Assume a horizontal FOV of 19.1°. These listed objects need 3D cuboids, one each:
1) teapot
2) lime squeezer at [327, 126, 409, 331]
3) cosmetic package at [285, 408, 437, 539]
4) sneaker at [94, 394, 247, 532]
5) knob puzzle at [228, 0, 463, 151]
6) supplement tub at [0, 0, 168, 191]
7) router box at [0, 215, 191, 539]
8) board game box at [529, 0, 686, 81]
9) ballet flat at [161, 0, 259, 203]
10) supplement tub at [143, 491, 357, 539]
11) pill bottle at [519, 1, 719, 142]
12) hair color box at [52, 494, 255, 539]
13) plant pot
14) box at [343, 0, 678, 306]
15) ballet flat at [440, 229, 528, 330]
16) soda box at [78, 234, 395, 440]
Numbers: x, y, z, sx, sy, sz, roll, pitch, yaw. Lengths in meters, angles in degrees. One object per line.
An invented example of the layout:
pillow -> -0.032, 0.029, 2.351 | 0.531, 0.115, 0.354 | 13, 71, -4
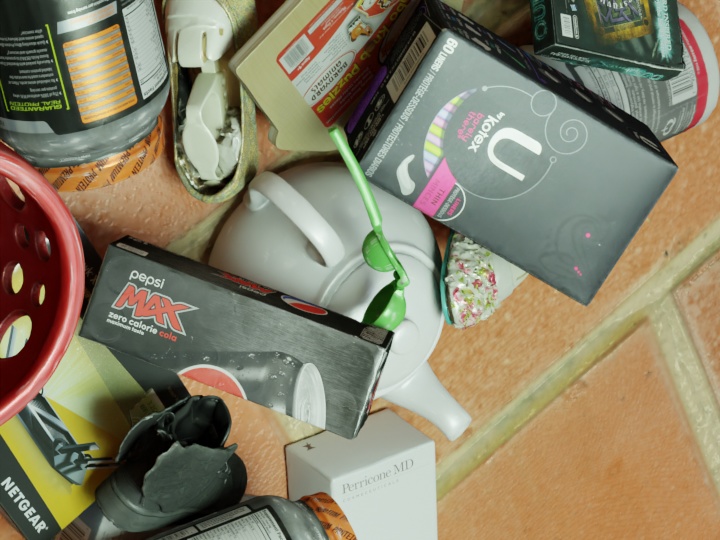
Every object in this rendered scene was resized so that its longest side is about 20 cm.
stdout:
teapot -> -0.010, 0.021, 1.564 | 0.199, 0.146, 0.199 | -2, 110, -35
lime squeezer -> 0.000, 0.000, 1.461 | 0.070, 0.038, 0.201 | 11, 111, 6
cosmetic package -> 0.004, 0.224, 1.711 | 0.101, 0.071, 0.201 | -18, 119, -28
sneaker -> -0.117, 0.132, 1.518 | 0.104, 0.060, 0.199 | -48, 161, 23
knob puzzle -> 0.000, -0.166, 1.519 | 0.219, 0.030, 0.220 | -33, 146, -26
supplement tub -> -0.191, -0.160, 1.357 | 0.122, 0.122, 0.201 | -25, 123, -25
router box -> -0.224, 0.073, 1.489 | 0.157, 0.052, 0.201 | -42, 129, -15
board game box -> 0.177, -0.248, 1.592 | 0.135, 0.028, 0.202 | 8, 72, -37
ballet flat -> -0.105, -0.137, 1.469 | 0.070, 0.071, 0.201 | -21, 123, -28
supplement tub -> -0.100, 0.235, 1.515 | 0.199, 0.123, 0.123 | -18, 120, -19
pill bottle -> 0.170, -0.132, 1.651 | 0.199, 0.111, 0.111 | -23, 122, -26
hair color box -> -0.137, 0.218, 1.612 | 0.199, 0.061, 0.100 | 14, 102, -39
plant pot -> -0.296, -0.009, 1.315 | 0.199, 0.182, 0.202 | -15, 118, -31
box -> 0.103, -0.085, 1.506 | 0.199, 0.106, 0.123 | 28, 105, -15
ballet flat -> 0.097, -0.015, 1.606 | 0.063, 0.200, 0.076 | -8, 110, 9
soda box -> -0.082, 0.044, 1.431 | 0.199, 0.063, 0.071 | 20, 98, 4
